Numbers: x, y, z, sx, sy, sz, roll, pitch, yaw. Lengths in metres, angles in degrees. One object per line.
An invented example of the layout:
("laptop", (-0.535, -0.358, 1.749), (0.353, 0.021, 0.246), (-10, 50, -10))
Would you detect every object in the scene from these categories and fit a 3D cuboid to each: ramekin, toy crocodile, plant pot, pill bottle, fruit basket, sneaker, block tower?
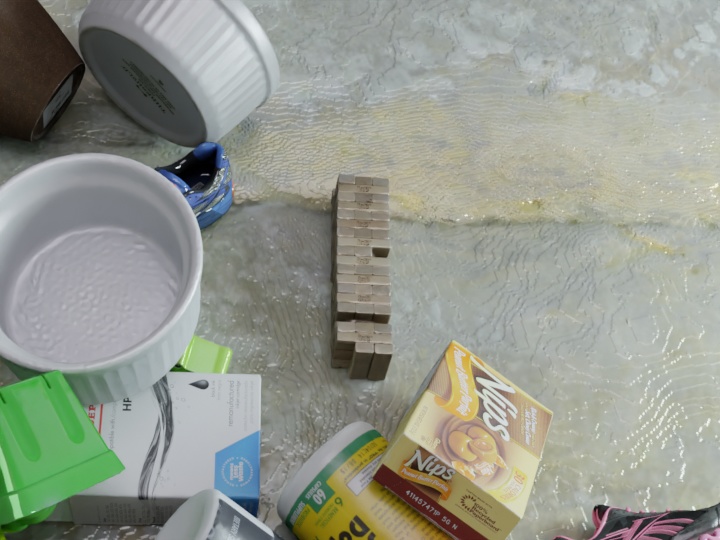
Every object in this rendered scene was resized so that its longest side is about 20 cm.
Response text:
("ramekin", (-0.226, 0.013, 1.041), (0.197, 0.098, 0.203), (0, 60, -1))
("toy crocodile", (-0.212, 0.058, 1.119), (0.198, 0.062, 0.068), (19, 58, 2))
("plant pot", (-0.373, -0.219, 1.206), (0.199, 0.187, 0.188), (34, 59, -5))
("pill bottle", (-0.070, 0.267, 0.967), (0.199, 0.106, 0.107), (40, 57, -17))
("ramekin", (-0.183, -0.208, 1.207), (0.201, 0.203, 0.095), (32, 67, 10))
("fruit basket", (-0.286, 0.198, 0.930), (0.215, 0.217, 0.155), (40, 21, 15))
("pill bottle", (0.034, 0.231, 1.028), (0.112, 0.113, 0.200), (-38, 72, -26))
("sneaker", (-0.191, -0.057, 1.170), (0.075, 0.079, 0.200), (31, 52, 11))
("sneaker", (0.248, 0.234, 1.091), (0.198, 0.080, 0.096), (-20, 53, -21))
("block tower", (0.000, 0.000, 1.192), (0.053, 0.058, 0.202), (4, 58, -8))

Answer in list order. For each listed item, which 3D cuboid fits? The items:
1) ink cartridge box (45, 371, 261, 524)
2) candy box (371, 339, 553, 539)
("ink cartridge box", (-0.185, 0.151, 1.065), (0.197, 0.068, 0.117), (2, 58, -7))
("candy box", (0.092, 0.145, 1.053), (0.115, 0.056, 0.200), (36, 23, 2))
